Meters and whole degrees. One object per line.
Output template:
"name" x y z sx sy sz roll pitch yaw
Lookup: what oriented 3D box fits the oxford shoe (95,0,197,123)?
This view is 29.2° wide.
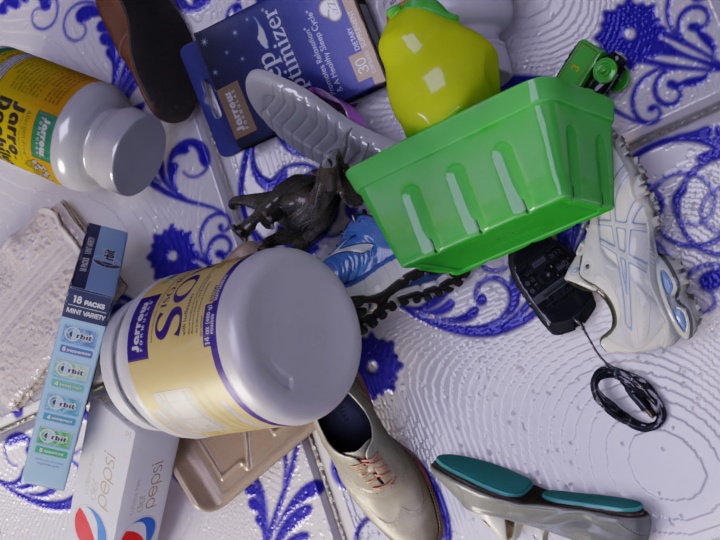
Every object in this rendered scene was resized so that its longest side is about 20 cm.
"oxford shoe" -0.218 -0.233 1.379 0.071 0.071 0.201 -31 76 52

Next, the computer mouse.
"computer mouse" 0.193 0.054 1.183 0.059 0.034 0.200 -32 79 0

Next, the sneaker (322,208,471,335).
"sneaker" 0.000 0.000 1.252 0.199 0.079 0.089 -22 55 9

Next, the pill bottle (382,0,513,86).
"pill bottle" 0.071 -0.255 1.206 0.111 0.111 0.201 -16 81 24

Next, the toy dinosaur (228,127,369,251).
"toy dinosaur" -0.057 -0.057 1.272 0.102 0.200 0.077 -39 101 -23

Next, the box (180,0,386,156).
"box" -0.077 -0.195 1.307 0.199 0.032 0.122 -22 90 24

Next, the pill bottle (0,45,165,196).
"pill bottle" -0.297 -0.144 1.374 0.199 0.113 0.113 23 97 24

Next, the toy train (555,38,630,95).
"toy train" 0.161 -0.109 1.198 0.056 0.042 0.200 40 104 31

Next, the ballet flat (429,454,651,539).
"ballet flat" 0.147 0.210 1.176 0.199 0.067 0.064 11 99 25

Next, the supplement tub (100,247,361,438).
"supplement tub" -0.114 0.066 1.167 0.200 0.145 0.146 -14 81 44

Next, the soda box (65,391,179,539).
"soda box" -0.229 0.211 1.317 0.068 0.064 0.201 32 120 32

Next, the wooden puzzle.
"wooden puzzle" -0.118 0.101 1.319 0.200 0.046 0.186 -40 73 14

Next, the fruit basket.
"fruit basket" 0.088 -0.118 1.119 0.215 0.155 0.217 -4 84 35

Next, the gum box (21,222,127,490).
"gum box" -0.268 0.078 1.304 0.044 0.170 0.201 14 109 -10

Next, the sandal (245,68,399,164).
"sandal" -0.014 -0.128 1.263 0.202 0.083 0.050 32 59 4

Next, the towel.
"towel" -0.338 0.035 1.429 0.200 0.034 0.133 -47 69 16

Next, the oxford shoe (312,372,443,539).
"oxford shoe" 0.005 0.171 1.219 0.071 0.074 0.200 -34 93 8

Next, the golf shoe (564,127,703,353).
"golf shoe" 0.208 -0.027 1.143 0.097 0.078 0.201 -21 78 13
